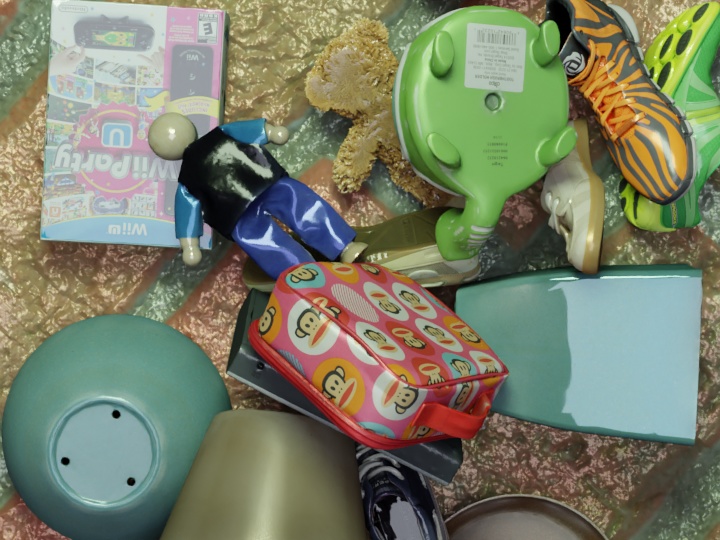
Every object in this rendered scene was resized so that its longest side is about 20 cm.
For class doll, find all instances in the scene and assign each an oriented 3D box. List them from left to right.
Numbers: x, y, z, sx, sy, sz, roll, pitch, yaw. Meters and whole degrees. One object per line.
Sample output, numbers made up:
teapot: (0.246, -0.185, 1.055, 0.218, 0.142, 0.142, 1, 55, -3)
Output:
doll: (-0.095, -0.055, 1.404, 0.200, 0.048, 0.137, 41, 92, 2)

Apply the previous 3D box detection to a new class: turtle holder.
turtle holder: (0.096, -0.115, 1.383, 0.141, 0.132, 0.186, -28, 100, -16)

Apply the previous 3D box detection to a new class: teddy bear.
teddy bear: (0.040, -0.122, 1.479, 0.199, 0.067, 0.146, 23, 101, -10)

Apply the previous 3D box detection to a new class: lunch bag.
lunch bag: (0.027, 0.070, 1.332, 0.176, 0.200, 0.082, 39, 109, 25)

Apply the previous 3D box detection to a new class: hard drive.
hard drive: (-0.010, 0.092, 1.406, 0.199, 0.140, 0.033, 27, 107, -9)

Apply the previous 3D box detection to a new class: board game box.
board game box: (-0.189, -0.122, 1.461, 0.147, 0.064, 0.201, 3, 94, -3)

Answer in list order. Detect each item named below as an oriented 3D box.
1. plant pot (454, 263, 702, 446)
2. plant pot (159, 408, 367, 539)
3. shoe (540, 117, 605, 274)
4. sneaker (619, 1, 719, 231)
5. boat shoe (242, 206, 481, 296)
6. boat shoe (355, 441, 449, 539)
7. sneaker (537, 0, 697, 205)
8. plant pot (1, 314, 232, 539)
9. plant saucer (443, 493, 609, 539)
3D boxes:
plant pot: (0.177, 0.064, 1.456, 0.199, 0.141, 0.142, 2, 93, 5)
plant pot: (-0.073, 0.208, 1.376, 0.199, 0.200, 0.174, 9, 73, -3)
shoe: (0.170, -0.060, 1.427, 0.053, 0.200, 0.070, -1, 123, 3)
sneaker: (0.279, -0.131, 1.487, 0.083, 0.074, 0.201, 12, 95, -21)
boat shoe: (0.001, -0.002, 1.469, 0.200, 0.073, 0.063, -13, 128, 5)
boat shoe: (0.017, 0.161, 1.456, 0.074, 0.093, 0.201, -29, 82, 3)
sneaker: (0.197, -0.144, 1.424, 0.078, 0.112, 0.201, -41, 58, 31)
plant pot: (-0.206, 0.141, 1.437, 0.199, 0.135, 0.201, 0, 92, -3)
plant saucer: (0.135, 0.293, 1.513, 0.199, 0.032, 0.201, 0, 92, -2)
